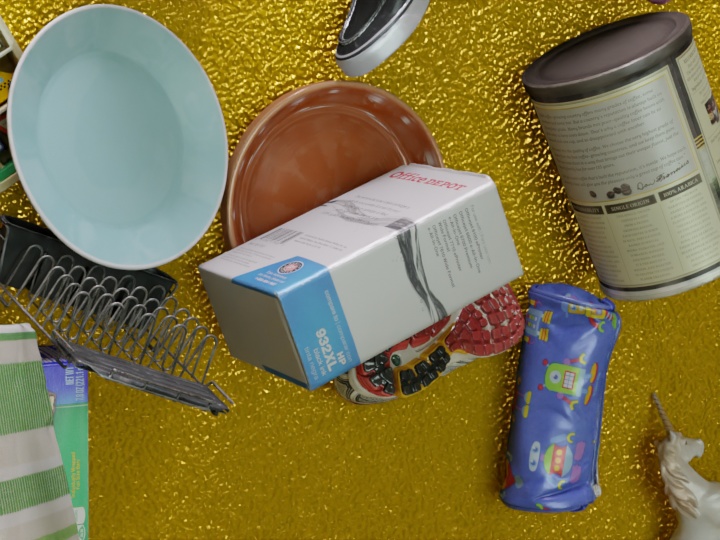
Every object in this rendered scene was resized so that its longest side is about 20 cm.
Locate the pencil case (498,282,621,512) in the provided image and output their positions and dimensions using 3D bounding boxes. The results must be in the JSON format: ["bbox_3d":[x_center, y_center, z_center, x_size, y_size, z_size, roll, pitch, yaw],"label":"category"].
[{"bbox_3d":[0.172,0.112,1.672,0.087,0.078,0.201,8,97,11],"label":"pencil case"}]

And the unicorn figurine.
[{"bbox_3d":[0.312,0.226,1.766,0.137,0.074,0.201,12,97,-18],"label":"unicorn figurine"}]

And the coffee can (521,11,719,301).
[{"bbox_3d":[0.236,-0.096,1.645,0.146,0.146,0.201,-30,109,-21],"label":"coffee can"}]

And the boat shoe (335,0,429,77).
[{"bbox_3d":[0.028,-0.247,1.555,0.068,0.074,0.200,41,77,-30],"label":"boat shoe"}]

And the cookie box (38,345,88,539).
[{"bbox_3d":[-0.303,0.149,1.432,0.199,0.075,0.172,-3,98,-27],"label":"cookie box"}]

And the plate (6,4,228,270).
[{"bbox_3d":[-0.183,-0.098,1.466,0.200,0.026,0.201,9,76,-40],"label":"plate"}]

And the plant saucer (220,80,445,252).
[{"bbox_3d":[-0.021,-0.052,1.580,0.200,0.032,0.201,-4,99,-27],"label":"plant saucer"}]

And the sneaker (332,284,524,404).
[{"bbox_3d":[0.055,0.053,1.617,0.200,0.082,0.078,-22,87,-39],"label":"sneaker"}]

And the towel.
[{"bbox_3d":[-0.234,0.135,1.336,0.023,0.153,0.201,-13,87,9],"label":"towel"}]

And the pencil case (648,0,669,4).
[{"bbox_3d":[0.198,-0.302,1.631,0.200,0.087,0.088,28,83,-27],"label":"pencil case"}]

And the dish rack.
[{"bbox_3d":[-0.175,0.036,1.413,0.153,0.200,0.055,19,101,-35],"label":"dish rack"}]

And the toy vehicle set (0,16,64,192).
[{"bbox_3d":[-0.320,-0.091,1.419,0.200,0.026,0.124,-37,112,-19],"label":"toy vehicle set"}]

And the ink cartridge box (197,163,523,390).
[{"bbox_3d":[0.000,0.000,1.498,0.200,0.145,0.084,-28,109,-22],"label":"ink cartridge box"}]
